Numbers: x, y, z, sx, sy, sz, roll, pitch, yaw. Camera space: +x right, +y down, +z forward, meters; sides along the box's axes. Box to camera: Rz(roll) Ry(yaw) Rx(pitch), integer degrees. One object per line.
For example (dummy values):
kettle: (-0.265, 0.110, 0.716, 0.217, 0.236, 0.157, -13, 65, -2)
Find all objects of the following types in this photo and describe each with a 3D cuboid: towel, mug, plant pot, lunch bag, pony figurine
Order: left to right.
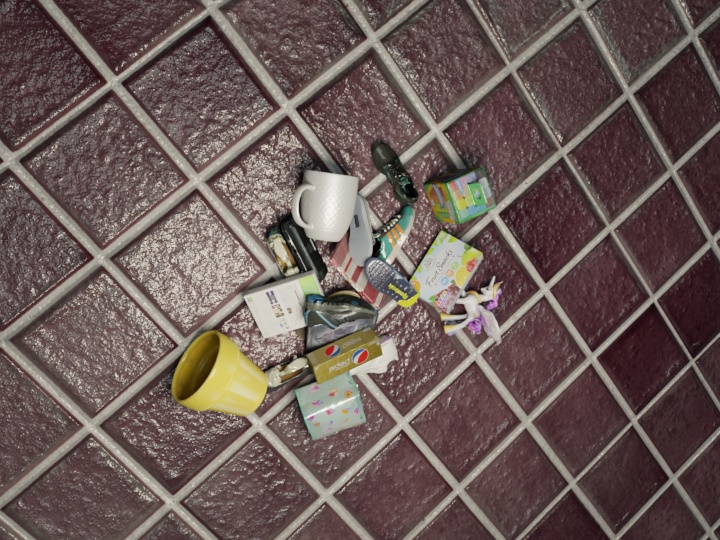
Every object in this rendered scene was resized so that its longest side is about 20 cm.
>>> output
plant pot: (-0.353, 0.283, 1.531, 0.189, 0.201, 0.201, 36, 86, -34)
mug: (-0.105, -0.170, 1.547, 0.200, 0.147, 0.176, -3, 103, -51)
lunch bag: (-0.079, 0.389, 1.645, 0.170, 0.122, 0.200, -21, 139, -8)
towel: (0.000, 0.000, 1.636, 0.023, 0.144, 0.200, -31, 111, 34)
pony figurine: (0.339, 0.127, 1.746, 0.199, 0.167, 0.194, -12, 90, 1)

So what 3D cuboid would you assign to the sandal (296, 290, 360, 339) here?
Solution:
sandal: (-0.092, 0.109, 1.648, 0.211, 0.070, 0.078, -37, 107, 14)

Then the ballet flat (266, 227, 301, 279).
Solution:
ballet flat: (-0.198, -0.021, 1.592, 0.074, 0.074, 0.200, -32, 104, -11)

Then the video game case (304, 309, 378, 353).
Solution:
video game case: (-0.054, 0.172, 1.640, 0.199, 0.019, 0.143, -10, 144, -16)

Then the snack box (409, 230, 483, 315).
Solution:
snack box: (0.243, 0.006, 1.704, 0.142, 0.053, 0.200, 31, 86, 20)

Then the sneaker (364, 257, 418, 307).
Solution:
sneaker: (0.075, 0.025, 1.630, 0.074, 0.082, 0.200, -41, 124, 10)

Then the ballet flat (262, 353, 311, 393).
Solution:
ballet flat: (-0.211, 0.280, 1.624, 0.199, 0.073, 0.073, -20, 102, -15)

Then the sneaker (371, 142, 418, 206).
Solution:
sneaker: (0.105, -0.273, 1.649, 0.075, 0.079, 0.200, -38, 104, -9)

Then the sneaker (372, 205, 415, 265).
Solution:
sneaker: (0.084, -0.104, 1.667, 0.080, 0.071, 0.200, 29, 84, -16)

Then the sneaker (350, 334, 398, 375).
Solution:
sneaker: (0.022, 0.272, 1.694, 0.200, 0.075, 0.100, -29, 105, -11)

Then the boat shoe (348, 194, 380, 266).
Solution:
boat shoe: (0.010, -0.109, 1.636, 0.086, 0.074, 0.203, 5, 71, -56)

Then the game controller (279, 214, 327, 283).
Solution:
game controller: (-0.152, -0.055, 1.594, 0.042, 0.104, 0.200, -19, 105, 22)

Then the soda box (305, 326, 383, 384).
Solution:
soda box: (-0.043, 0.231, 1.611, 0.199, 0.064, 0.068, -22, 126, -14)

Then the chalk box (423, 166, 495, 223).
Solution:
chalk box: (0.285, -0.210, 1.647, 0.124, 0.200, 0.125, -24, 103, -13)

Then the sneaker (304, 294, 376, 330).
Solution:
sneaker: (-0.055, 0.112, 1.556, 0.199, 0.073, 0.082, 6, 110, -20)

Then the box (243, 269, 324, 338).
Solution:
box: (-0.193, 0.092, 1.578, 0.199, 0.036, 0.145, -16, 117, 8)
